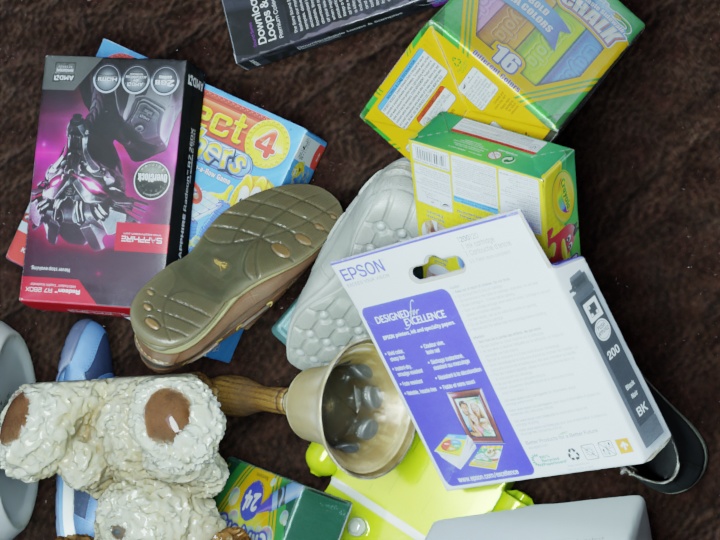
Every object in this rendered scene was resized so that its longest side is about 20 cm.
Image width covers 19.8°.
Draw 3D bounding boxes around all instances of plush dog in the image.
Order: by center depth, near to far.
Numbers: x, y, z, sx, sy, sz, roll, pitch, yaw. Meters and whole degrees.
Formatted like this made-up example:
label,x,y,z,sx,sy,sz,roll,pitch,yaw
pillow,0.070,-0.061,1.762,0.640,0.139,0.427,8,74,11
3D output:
label,x,y,z,sx,sy,sz,roll,pitch,yaw
plush dog,-0.157,0.166,1.543,0.198,0.160,0.174,-4,88,29

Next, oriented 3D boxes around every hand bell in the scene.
label,x,y,z,sx,sy,sz,roll,pitch,yaw
hand bell,-0.061,0.101,1.582,0.199,0.104,0.105,0,82,46

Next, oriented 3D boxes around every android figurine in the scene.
label,x,y,z,sx,sy,sz,roll,pitch,yaw
android figurine,0.042,0.170,1.582,0.181,0.041,0.201,33,91,17

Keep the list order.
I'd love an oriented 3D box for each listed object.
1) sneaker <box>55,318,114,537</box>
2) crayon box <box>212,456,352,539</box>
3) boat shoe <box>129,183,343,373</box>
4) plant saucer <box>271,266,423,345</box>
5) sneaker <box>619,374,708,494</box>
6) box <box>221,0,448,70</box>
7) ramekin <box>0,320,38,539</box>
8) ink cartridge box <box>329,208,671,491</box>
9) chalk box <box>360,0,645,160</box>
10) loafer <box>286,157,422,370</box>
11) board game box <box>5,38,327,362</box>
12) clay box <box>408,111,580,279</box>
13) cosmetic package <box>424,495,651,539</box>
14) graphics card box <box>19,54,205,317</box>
label,x,y,z,sx,sy,sz,roll,pitch,yaw
sneaker,-0.199,0.138,1.642,0.081,0.074,0.202,-5,86,10
crayon box,-0.088,0.252,1.560,0.125,0.051,0.202,10,79,59
boat shoe,-0.096,0.006,1.571,0.072,0.068,0.200,41,61,20
plant saucer,0.014,-0.006,1.625,0.070,0.019,0.200,42,94,17
sneaker,0.171,0.085,1.520,0.199,0.106,0.075,38,94,17
box,-0.023,-0.260,1.660,0.198,0.036,0.144,-16,78,12
ramekin,-0.313,0.128,1.615,0.093,0.202,0.204,-2,82,5
ink cartridge box,0.096,0.054,1.454,0.197,0.043,0.201,-14,109,46
chalk box,0.116,-0.160,1.528,0.124,0.200,0.125,40,138,2
loafer,0.000,0.000,1.559,0.069,0.070,0.201,25,128,-10
board game box,-0.157,-0.057,1.660,0.199,0.056,0.197,24,90,18
clay box,0.100,-0.006,1.475,0.114,0.201,0.048,19,44,32
cosmetic package,0.124,0.273,1.440,0.163,0.200,0.167,-8,101,16
graphics card box,-0.194,-0.066,1.617,0.124,0.051,0.202,4,83,17
